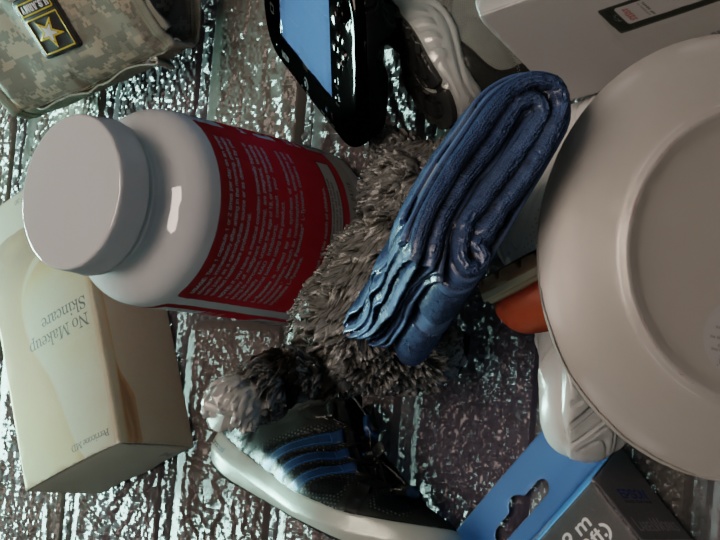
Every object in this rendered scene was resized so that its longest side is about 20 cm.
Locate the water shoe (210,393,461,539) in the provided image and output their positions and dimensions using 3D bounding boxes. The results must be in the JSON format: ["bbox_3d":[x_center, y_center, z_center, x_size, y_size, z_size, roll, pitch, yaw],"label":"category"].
[{"bbox_3d":[-0.015,0.108,0.957,0.199,0.071,0.080,18,86,44],"label":"water shoe"}]

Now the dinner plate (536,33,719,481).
[{"bbox_3d":[0.175,-0.006,0.735,0.024,0.197,0.203,172,105,-79],"label":"dinner plate"}]

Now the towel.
[{"bbox_3d":[0.044,-0.022,0.784,0.048,0.200,0.112,32,75,3],"label":"towel"}]

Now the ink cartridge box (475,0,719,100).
[{"bbox_3d":[0.167,-0.184,0.810,0.198,0.084,0.147,-13,51,40],"label":"ink cartridge box"}]

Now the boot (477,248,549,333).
[{"bbox_3d":[0.157,0.022,0.773,0.197,0.075,0.109,-8,86,-3],"label":"boot"}]

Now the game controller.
[{"bbox_3d":[-0.026,-0.151,0.975,0.200,0.042,0.106,-124,36,-57],"label":"game controller"}]

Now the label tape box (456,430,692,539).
[{"bbox_3d":[0.109,0.182,0.849,0.145,0.063,0.201,-52,55,22],"label":"label tape box"}]

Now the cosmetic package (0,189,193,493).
[{"bbox_3d":[-0.187,0.040,1.120,0.105,0.071,0.202,-29,66,34],"label":"cosmetic package"}]

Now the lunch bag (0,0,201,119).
[{"bbox_3d":[-0.197,-0.216,1.117,0.163,0.117,0.203,-17,81,34],"label":"lunch bag"}]

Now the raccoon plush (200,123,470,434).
[{"bbox_3d":[0.000,0.000,0.891,0.096,0.199,0.136,11,111,28],"label":"raccoon plush"}]

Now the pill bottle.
[{"bbox_3d":[-0.094,-0.031,0.965,0.111,0.199,0.114,-7,79,39],"label":"pill bottle"}]

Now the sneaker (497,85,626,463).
[{"bbox_3d":[0.113,0.004,0.870,0.099,0.077,0.203,-14,61,48],"label":"sneaker"}]

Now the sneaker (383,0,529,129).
[{"bbox_3d":[0.044,-0.162,0.961,0.078,0.074,0.201,-20,51,-7],"label":"sneaker"}]
